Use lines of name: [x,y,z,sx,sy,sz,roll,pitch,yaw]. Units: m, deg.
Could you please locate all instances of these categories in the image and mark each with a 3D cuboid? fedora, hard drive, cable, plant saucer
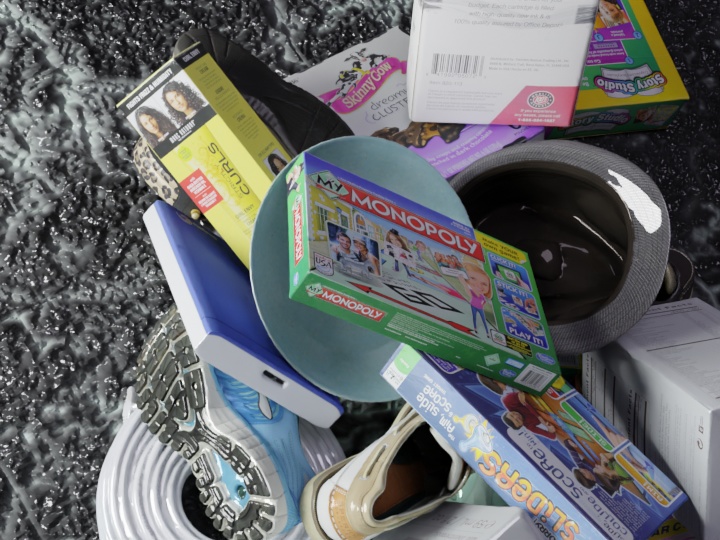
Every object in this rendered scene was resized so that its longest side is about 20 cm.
fedora: [0.154,-0.013,0.955,0.200,0.090,0.177,3,79,20]
hard drive: [-0.094,0.029,0.901,0.132,0.025,0.200,35,12,-34]
cable: [-0.098,0.174,0.887,0.200,0.069,0.200,14,58,-8]
plant saucer: [0.000,0.000,0.886,0.201,0.039,0.201,5,81,-30]

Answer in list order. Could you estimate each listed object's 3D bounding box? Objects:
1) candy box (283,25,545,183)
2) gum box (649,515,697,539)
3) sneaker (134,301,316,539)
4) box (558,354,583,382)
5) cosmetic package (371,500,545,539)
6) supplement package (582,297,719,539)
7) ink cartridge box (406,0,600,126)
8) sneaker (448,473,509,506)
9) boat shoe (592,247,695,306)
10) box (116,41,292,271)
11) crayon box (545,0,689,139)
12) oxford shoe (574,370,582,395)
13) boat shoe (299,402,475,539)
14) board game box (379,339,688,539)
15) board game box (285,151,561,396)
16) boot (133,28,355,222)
candy box: [0.035,-0.121,1.062,0.168,0.072,0.200,-31,56,-28]
gum box: [0.245,0.222,0.925,0.200,0.114,0.066,-9,19,-21]
sneaker: [-0.094,0.109,0.854,0.090,0.078,0.200,4,46,-51]
box: [0.130,0.003,1.064,0.117,0.048,0.200,6,62,-12]
cosmetic package: [0.045,0.278,0.773,0.200,0.167,0.166,-35,95,-22]
supplement package: [0.264,0.108,0.907,0.114,0.110,0.200,-8,19,-13]
ink cartridge box: [0.120,-0.225,0.977,0.146,0.200,0.083,2,43,-3]
sneaker: [0.072,0.148,0.931,0.118,0.074,0.201,-11,80,-20]
boat shoe: [0.260,0.016,1.054,0.073,0.065,0.200,40,38,16]
box: [-0.096,-0.075,0.918,0.200,0.075,0.050,52,32,-11]
crayon box: [0.215,-0.223,1.210,0.200,0.058,0.173,-8,65,-19]
oxford shoe: [0.285,0.078,1.048,0.200,0.073,0.071,-13,66,-22]
boat shoe: [0.050,0.134,0.831,0.200,0.068,0.075,-33,101,-39]
board game box: [0.123,0.115,0.810,0.200,0.034,0.135,45,28,19]
board game box: [0.042,0.002,0.820,0.200,0.029,0.135,22,35,-22]
boot: [-0.097,-0.093,0.993,0.200,0.151,0.073,36,46,-7]
